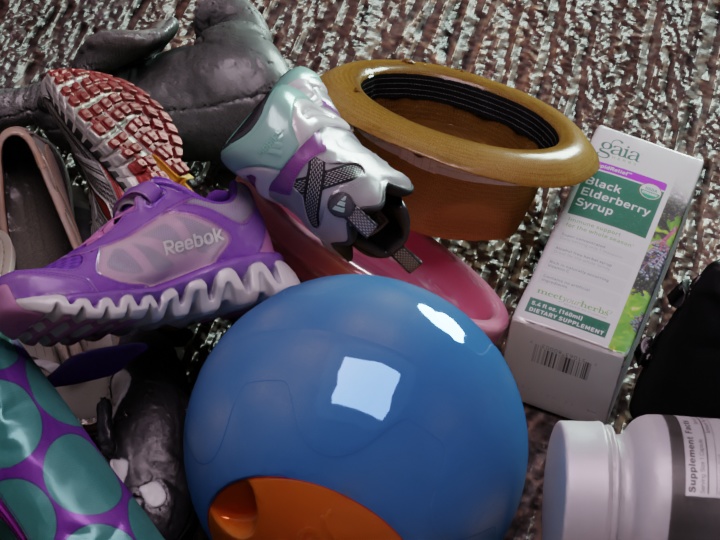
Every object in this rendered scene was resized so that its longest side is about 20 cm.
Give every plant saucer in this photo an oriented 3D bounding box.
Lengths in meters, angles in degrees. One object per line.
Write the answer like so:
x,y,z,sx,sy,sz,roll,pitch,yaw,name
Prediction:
0.000,0.000,1.761,0.200,0.051,0.201,30,14,-8,plant saucer

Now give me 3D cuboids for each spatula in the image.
-0.193,0.061,1.658,0.056,0.200,0.021,-9,90,-33,spatula

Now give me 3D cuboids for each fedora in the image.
0.057,-0.075,1.822,0.200,0.082,0.201,12,23,-5,fedora

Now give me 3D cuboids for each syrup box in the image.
0.161,0.002,1.818,0.078,0.082,0.200,20,49,8,syrup box

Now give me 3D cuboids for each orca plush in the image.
-0.108,0.092,1.670,0.071,0.105,0.200,-18,30,13,orca plush

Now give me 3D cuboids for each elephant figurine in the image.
-0.153,-0.107,1.839,0.199,0.155,0.142,-7,57,-19,elephant figurine

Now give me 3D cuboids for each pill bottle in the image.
0.216,0.148,1.668,0.199,0.114,0.114,4,47,-4,pill bottle

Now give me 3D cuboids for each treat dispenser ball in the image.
-0.003,0.102,1.578,0.200,0.201,0.201,4,47,-5,treat dispenser ball

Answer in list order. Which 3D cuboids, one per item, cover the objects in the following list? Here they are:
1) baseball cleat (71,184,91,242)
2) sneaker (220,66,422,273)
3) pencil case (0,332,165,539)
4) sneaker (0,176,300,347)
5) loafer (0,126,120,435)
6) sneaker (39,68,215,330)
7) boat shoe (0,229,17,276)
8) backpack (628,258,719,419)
-0.155,0.011,1.783,0.199,0.070,0.107,20,61,16,baseball cleat
-0.015,-0.052,1.676,0.140,0.078,0.200,41,12,-4,sneaker
-0.187,0.127,1.566,0.200,0.085,0.092,52,43,8,pencil case
-0.131,-0.009,1.596,0.200,0.080,0.089,-9,84,-37,sneaker
-0.199,0.006,1.718,0.072,0.063,0.201,-16,79,-2,loafer
-0.151,-0.048,1.722,0.078,0.082,0.200,-3,52,-50,sneaker
-0.247,0.012,1.703,0.072,0.063,0.200,-27,23,-12,boat shoe
0.295,0.038,1.768,0.154,0.163,0.200,41,47,16,backpack
